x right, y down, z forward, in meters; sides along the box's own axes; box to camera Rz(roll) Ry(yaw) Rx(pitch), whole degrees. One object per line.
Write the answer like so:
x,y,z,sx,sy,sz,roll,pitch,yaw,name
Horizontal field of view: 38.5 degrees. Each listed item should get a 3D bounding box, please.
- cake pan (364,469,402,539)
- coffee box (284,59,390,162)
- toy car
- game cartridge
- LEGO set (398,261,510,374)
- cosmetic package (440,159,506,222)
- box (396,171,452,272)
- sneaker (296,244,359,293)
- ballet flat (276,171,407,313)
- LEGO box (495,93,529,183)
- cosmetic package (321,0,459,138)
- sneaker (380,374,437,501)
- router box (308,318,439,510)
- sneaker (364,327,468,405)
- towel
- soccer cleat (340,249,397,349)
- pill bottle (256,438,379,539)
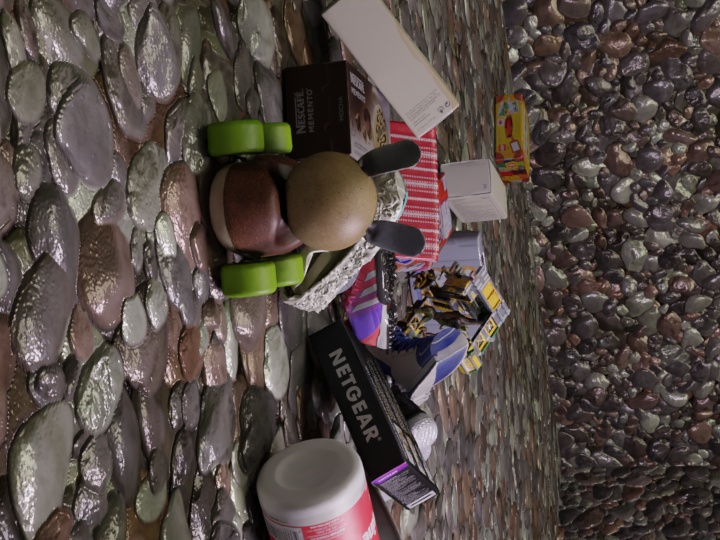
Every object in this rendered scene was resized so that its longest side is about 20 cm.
0.016,0.327,1.216,0.200,0.036,0.202,160,-90,-76,cake pan
-0.023,-0.177,1.277,0.200,0.079,0.114,16,70,-73,coffee box
-0.034,-0.067,1.003,0.158,0.198,0.166,-21,107,-73,toy car
0.151,0.031,1.740,0.042,0.132,0.202,-62,144,-62,game cartridge
0.113,0.054,1.511,0.154,0.199,0.116,-46,125,-15,LEGO set
0.233,-0.159,2.098,0.200,0.102,0.074,38,49,-70,cosmetic package
0.074,-0.075,1.563,0.200,0.094,0.101,-54,137,-66,box
-0.046,-0.045,1.193,0.201,0.072,0.071,79,-8,-56,sneaker
-0.024,-0.027,1.098,0.201,0.071,0.072,-53,-175,30,ballet flat
0.425,-0.366,2.877,0.149,0.076,0.202,53,36,-62,LEGO box
0.038,-0.278,1.339,0.200,0.073,0.104,51,11,-15,cosmetic package
0.036,0.225,1.394,0.114,0.075,0.201,55,-34,30,sneaker
0.016,0.173,1.236,0.201,0.051,0.149,64,6,31,router box
0.059,0.120,1.425,0.116,0.080,0.200,56,-34,15,sneaker
0.042,-0.114,1.426,0.022,0.143,0.202,153,-62,-66,towel
0.007,0.024,1.284,0.201,0.072,0.069,87,15,-49,soccer cleat
-0.035,0.287,1.077,0.113,0.111,0.202,-65,148,-59,pill bottle
